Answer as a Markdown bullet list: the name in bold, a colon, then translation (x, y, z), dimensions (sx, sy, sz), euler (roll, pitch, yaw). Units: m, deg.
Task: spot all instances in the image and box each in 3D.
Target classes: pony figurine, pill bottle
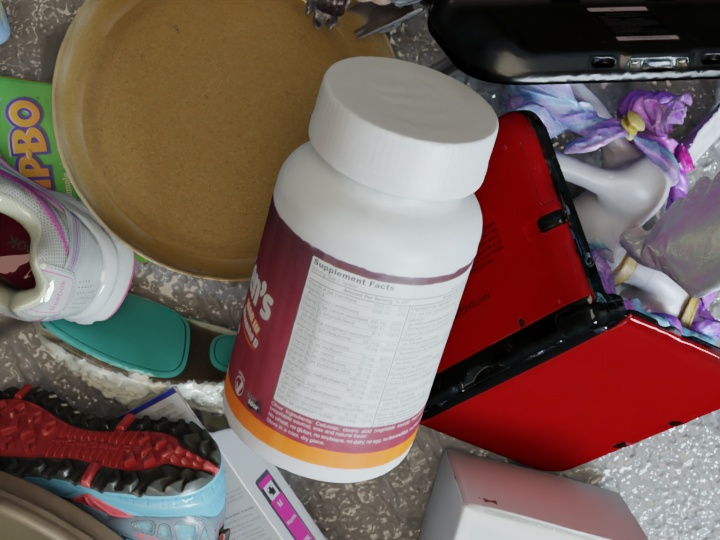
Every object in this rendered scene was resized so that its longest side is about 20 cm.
- **pony figurine**: translation (0.153, -0.044, 0.975), dimensions (0.198, 0.167, 0.194), euler (28, 127, -9)
- **pill bottle**: translation (0.000, 0.000, 0.893), dimensions (0.108, 0.110, 0.202), euler (14, 119, -5)

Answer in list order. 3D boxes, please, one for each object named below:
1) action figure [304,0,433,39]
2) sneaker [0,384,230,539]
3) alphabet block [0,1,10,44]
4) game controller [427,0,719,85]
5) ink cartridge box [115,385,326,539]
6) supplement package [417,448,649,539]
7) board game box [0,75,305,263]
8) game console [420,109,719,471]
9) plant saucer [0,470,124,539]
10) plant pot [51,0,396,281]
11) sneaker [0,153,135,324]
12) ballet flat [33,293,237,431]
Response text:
- **action figure**: translation (0.011, -0.187, 0.913), dimensions (0.130, 0.070, 0.200), euler (-37, 133, 9)
- **sneaker**: translation (-0.164, 0.131, 0.976), dimensions (0.198, 0.079, 0.097), euler (10, 124, 28)
- **alphabet block**: translation (-0.310, -0.177, 0.876), dimensions (0.194, 0.195, 0.202), euler (-20, 100, -2)
- **game controller**: translation (0.137, -0.125, 0.911), dimensions (0.197, 0.105, 0.042), euler (-4, 127, -13)
- **ink cartridge box**: translation (-0.072, 0.156, 1.005), dimensions (0.094, 0.037, 0.201), euler (-27, 102, 40)
- **supplement package**: translation (0.080, 0.224, 1.002), dimensions (0.116, 0.117, 0.202), euler (15, 99, -4)
- **board game box**: translation (-0.135, -0.055, 1.003), dimensions (0.197, 0.030, 0.097), euler (6, 96, -7)
- **game console**: translation (0.098, 0.020, 0.960), dimensions (0.118, 0.200, 0.174), euler (-11, 77, -36)
- **plant saucer**: translation (-0.183, 0.165, 0.963), dimensions (0.199, 0.200, 0.030), euler (32, 58, -6)
- **plant pot**: translation (-0.074, -0.090, 0.976), dimensions (0.197, 0.027, 0.203), euler (2, 78, -9)
- **sneaker**: translation (-0.222, -0.035, 0.941), dimensions (0.198, 0.088, 0.082), euler (25, 99, 10)
- **ballet flat**: translation (-0.096, 0.065, 1.004), dimensions (0.197, 0.072, 0.073), euler (13, 96, -3)
